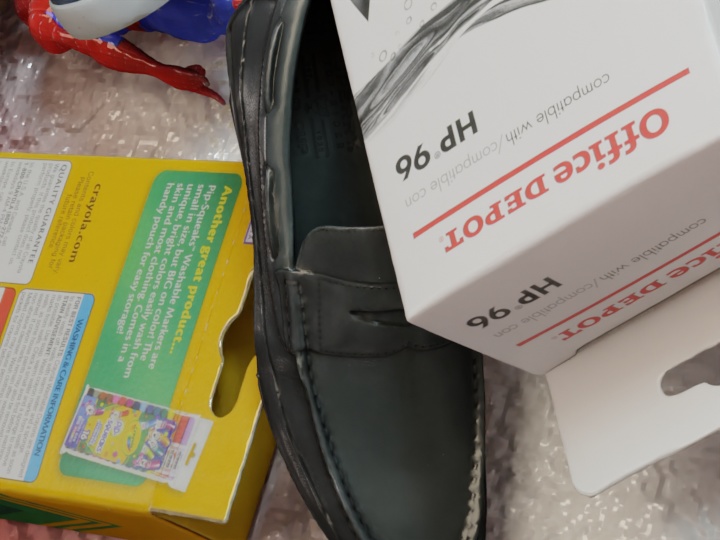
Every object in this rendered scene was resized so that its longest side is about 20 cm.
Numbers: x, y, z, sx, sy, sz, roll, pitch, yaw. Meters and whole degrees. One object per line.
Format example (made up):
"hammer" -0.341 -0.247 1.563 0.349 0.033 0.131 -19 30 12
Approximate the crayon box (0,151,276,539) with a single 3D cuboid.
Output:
"crayon box" -0.087 0.027 0.911 0.200 0.052 0.126 4 70 41

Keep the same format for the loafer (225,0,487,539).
"loafer" 0.000 0.000 0.804 0.070 0.068 0.201 145 114 -72

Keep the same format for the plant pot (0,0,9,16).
"plant pot" -0.190 -0.169 1.027 0.187 0.187 0.200 27 72 44

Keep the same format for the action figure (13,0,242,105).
"action figure" -0.064 -0.102 0.963 0.200 0.052 0.065 4 65 45

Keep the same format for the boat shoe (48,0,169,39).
"boat shoe" -0.075 -0.175 0.935 0.071 0.091 0.200 -10 40 38

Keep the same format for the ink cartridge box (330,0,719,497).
"ink cartridge box" 0.063 -0.052 0.733 0.116 0.068 0.200 -32 56 29
